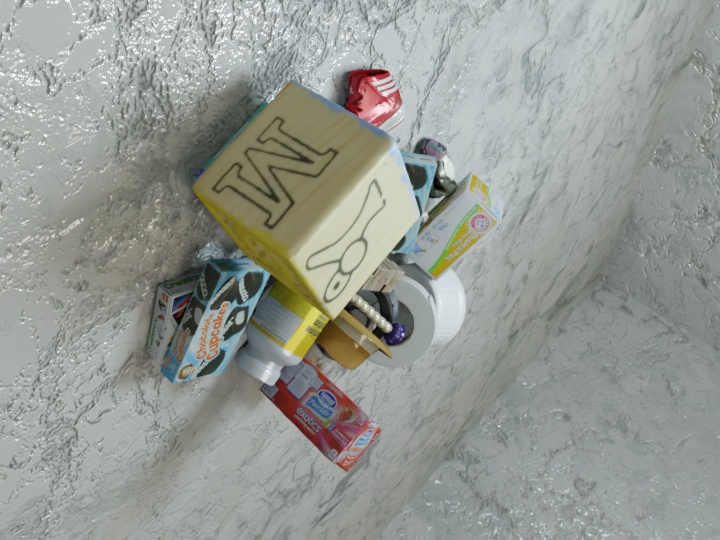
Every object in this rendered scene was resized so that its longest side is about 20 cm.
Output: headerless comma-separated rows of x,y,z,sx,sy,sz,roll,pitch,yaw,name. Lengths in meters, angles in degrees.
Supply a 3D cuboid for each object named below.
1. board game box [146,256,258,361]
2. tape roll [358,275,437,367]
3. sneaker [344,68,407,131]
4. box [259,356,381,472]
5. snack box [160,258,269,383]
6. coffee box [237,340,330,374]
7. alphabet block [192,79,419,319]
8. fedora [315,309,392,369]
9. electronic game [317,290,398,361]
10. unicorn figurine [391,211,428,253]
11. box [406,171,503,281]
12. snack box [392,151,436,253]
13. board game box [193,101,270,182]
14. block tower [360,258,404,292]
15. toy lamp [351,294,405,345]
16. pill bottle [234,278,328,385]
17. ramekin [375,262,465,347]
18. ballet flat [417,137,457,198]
-0.237,0.055,1.103,0.199,0.035,0.127,-22,140,-49,board game box
0.066,0.107,1.497,0.204,0.202,0.037,-63,173,17,tape roll
-0.020,-0.243,1.106,0.200,0.078,0.116,-46,136,-17,sneaker
-0.070,0.248,1.245,0.100,0.200,0.096,-48,152,-9,box
-0.220,0.075,1.071,0.116,0.037,0.201,-4,126,-58,snack box
-0.142,0.173,1.356,0.115,0.080,0.200,-49,154,-13,coffee box
-0.065,-0.091,0.938,0.200,0.196,0.196,-49,150,-12,alphabet block
-0.031,0.125,1.296,0.082,0.200,0.201,-50,154,-5,fedora
-0.014,0.093,1.427,0.198,0.042,0.202,-8,110,-21,electronic game
0.078,-0.100,1.413,0.137,0.074,0.201,-3,121,-64,unicorn figurine
0.197,-0.093,1.484,0.200,0.101,0.113,-45,-170,28,box
0.061,-0.125,1.304,0.037,0.115,0.201,-94,-167,-51,snack box
-0.143,-0.126,1.036,0.152,0.045,0.200,-49,153,-11,board game box
0.000,0.000,1.309,0.199,0.054,0.058,11,118,-55,block tower
0.008,0.075,1.375,0.200,0.058,0.058,43,82,-28,toy lamp
-0.122,0.087,1.176,0.201,0.112,0.112,-56,154,-3,pill bottle
0.128,0.076,1.578,0.097,0.200,0.202,-1,123,-50,ramekin
0.164,-0.197,1.448,0.069,0.071,0.200,-51,155,-13,ballet flat
